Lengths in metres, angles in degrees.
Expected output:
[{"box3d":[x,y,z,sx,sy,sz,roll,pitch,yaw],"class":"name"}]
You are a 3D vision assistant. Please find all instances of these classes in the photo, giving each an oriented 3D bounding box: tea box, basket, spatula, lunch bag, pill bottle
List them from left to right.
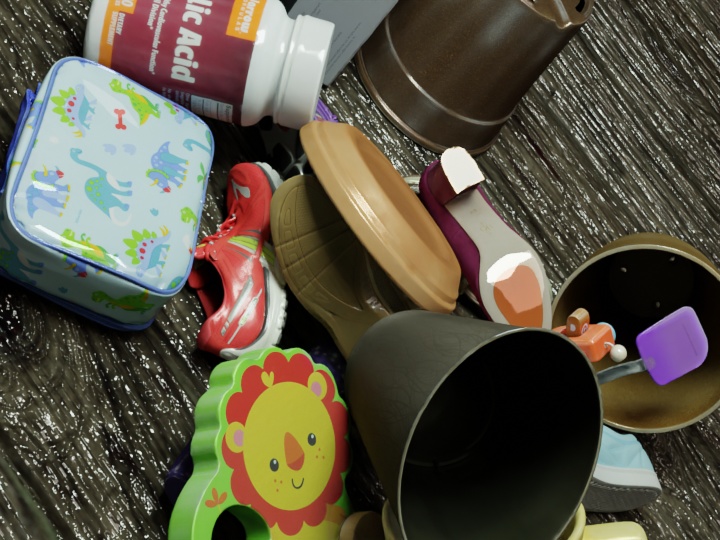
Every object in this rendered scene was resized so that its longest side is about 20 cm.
[{"box3d":[-0.207,-0.064,0.970,0.160,0.082,0.201,25,48,-23],"class":"lunch bag"},{"box3d":[-0.129,-0.191,1.054,0.198,0.115,0.115,14,49,-3],"class":"pill bottle"},{"box3d":[-0.010,-0.336,1.233,0.133,0.200,0.198,33,46,-13],"class":"tea box"},{"box3d":[0.065,0.106,0.883,0.135,0.200,0.182,21,93,-18],"class":"basket"},{"box3d":[0.228,0.100,1.134,0.057,0.199,0.021,62,12,-8],"class":"spatula"}]

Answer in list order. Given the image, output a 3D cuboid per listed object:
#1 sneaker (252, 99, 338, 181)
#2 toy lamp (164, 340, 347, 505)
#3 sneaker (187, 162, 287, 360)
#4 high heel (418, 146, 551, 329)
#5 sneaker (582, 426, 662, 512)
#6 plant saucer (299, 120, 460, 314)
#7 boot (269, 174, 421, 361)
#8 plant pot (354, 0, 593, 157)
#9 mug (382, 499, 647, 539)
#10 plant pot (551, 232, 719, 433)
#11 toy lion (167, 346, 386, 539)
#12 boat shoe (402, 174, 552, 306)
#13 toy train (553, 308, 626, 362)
[{"box3d":[-0.044,-0.119,1.143,0.083,0.081,0.202,3,58,-43],"class":"sneaker"},{"box3d":[-0.076,0.121,0.957,0.058,0.058,0.200,49,44,2],"class":"toy lamp"},{"box3d":[-0.107,-0.016,1.023,0.084,0.077,0.202,11,51,-21],"class":"sneaker"},{"box3d":[0.112,-0.011,1.098,0.067,0.096,0.202,-17,80,-13],"class":"high heel"},{"box3d":[0.192,0.173,1.129,0.199,0.074,0.082,18,42,-39],"class":"sneaker"},{"box3d":[0.024,-0.050,1.024,0.201,0.037,0.200,51,11,-13],"class":"plant saucer"},{"box3d":[0.000,0.000,1.047,0.201,0.072,0.156,57,16,-6],"class":"boot"},{"box3d":[0.128,-0.258,1.288,0.199,0.198,0.202,21,48,-26],"class":"plant pot"},{"box3d":[0.109,0.249,0.914,0.149,0.185,0.155,-35,127,-54],"class":"mug"},{"box3d":[0.292,0.038,1.233,0.186,0.186,0.200,46,23,-1],"class":"plant pot"},{"box3d":[-0.067,0.161,0.878,0.200,0.068,0.193,-37,109,-48],"class":"toy lion"},{"box3d":[0.108,-0.013,1.178,0.202,0.075,0.075,35,32,-12],"class":"boat shoe"},{"box3d":[0.135,0.081,1.088,0.199,0.149,0.056,-30,110,-42],"class":"toy train"}]
